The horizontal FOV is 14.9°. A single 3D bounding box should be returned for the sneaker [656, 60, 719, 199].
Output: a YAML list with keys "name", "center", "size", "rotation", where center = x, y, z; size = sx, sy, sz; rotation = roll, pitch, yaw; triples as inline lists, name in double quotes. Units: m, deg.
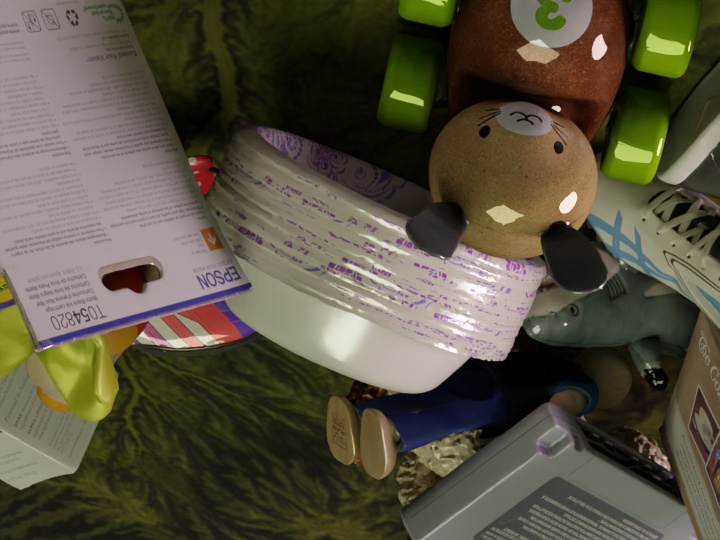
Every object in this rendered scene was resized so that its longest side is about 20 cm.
- name: "sneaker"
  center: [0.255, -0.093, 1.539]
  size: [0.099, 0.071, 0.200]
  rotation: [23, 145, -13]

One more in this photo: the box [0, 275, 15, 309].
- name: "box"
  center: [-0.265, -0.069, 1.614]
  size: [0.199, 0.193, 0.122]
  rotation: [-17, 131, 33]

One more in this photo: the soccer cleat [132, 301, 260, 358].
- name: "soccer cleat"
  center: [-0.153, 0.004, 1.769]
  size: [0.199, 0.068, 0.073]
  rotation: [10, 136, 8]

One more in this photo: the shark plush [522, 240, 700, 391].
- name: "shark plush"
  center: [0.169, 0.040, 1.698]
  size: [0.091, 0.084, 0.200]
  rotation: [-26, 138, 29]

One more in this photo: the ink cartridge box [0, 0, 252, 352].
- name: "ink cartridge box"
  center: [-0.164, -0.056, 1.466]
  size: [0.041, 0.199, 0.201]
  rotation: [-29, 82, 32]

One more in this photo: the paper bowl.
- name: "paper bowl"
  center: [0.000, 0.000, 1.604]
  size: [0.200, 0.201, 0.105]
  rotation: [23, 97, -11]

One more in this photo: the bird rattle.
- name: "bird rattle"
  center: [-0.162, 0.000, 1.671]
  size: [0.112, 0.200, 0.163]
  rotation: [22, 150, 9]

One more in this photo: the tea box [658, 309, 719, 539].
- name: "tea box"
  center: [0.305, 0.125, 1.628]
  size: [0.196, 0.201, 0.134]
  rotation: [-5, 143, -14]

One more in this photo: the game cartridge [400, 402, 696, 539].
- name: "game cartridge"
  center: [0.116, 0.154, 1.670]
  size: [0.133, 0.041, 0.200]
  rotation: [-41, 142, 15]

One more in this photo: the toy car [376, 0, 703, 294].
- name: "toy car"
  center: [0.087, -0.071, 1.499]
  size: [0.164, 0.200, 0.158]
  rotation: [12, 134, 1]

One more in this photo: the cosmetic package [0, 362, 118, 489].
- name: "cosmetic package"
  center: [-0.277, 0.062, 1.837]
  size: [0.200, 0.081, 0.113]
  rotation: [29, 157, -19]

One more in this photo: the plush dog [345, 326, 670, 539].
- name: "plush dog"
  center: [0.081, 0.105, 1.790]
  size: [0.199, 0.161, 0.172]
  rotation: [-25, 117, 1]

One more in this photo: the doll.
- name: "doll"
  center: [0.079, 0.077, 1.669]
  size: [0.136, 0.199, 0.049]
  rotation: [18, 117, 58]

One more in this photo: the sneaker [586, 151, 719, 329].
- name: "sneaker"
  center: [0.206, -0.012, 1.593]
  size: [0.200, 0.072, 0.073]
  rotation: [42, 150, 25]
